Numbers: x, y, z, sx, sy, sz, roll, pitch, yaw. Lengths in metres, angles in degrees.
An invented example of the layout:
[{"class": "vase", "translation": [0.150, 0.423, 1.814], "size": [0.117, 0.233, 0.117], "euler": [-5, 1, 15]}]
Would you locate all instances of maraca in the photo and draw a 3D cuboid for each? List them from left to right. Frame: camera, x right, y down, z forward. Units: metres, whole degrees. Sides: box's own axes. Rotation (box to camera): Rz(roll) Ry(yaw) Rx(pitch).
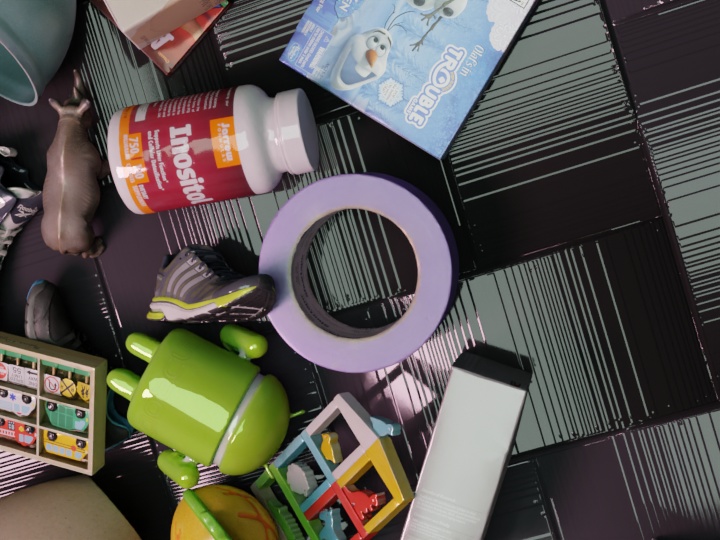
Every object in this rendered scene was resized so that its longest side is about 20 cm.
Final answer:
[{"class": "maraca", "translation": [-0.135, 0.282, 1.409], "size": [0.107, 0.200, 0.137], "euler": [-41, 97, -11]}]

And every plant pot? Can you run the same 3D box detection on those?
[{"class": "plant pot", "translation": [-0.370, -0.287, 1.411], "size": [0.200, 0.200, 0.134], "euler": [35, 73, 5]}]

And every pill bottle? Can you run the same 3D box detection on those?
[{"class": "pill bottle", "translation": [-0.149, -0.128, 1.414], "size": [0.199, 0.113, 0.114], "euler": [-10, 93, 10]}]

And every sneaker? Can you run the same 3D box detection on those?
[{"class": "sneaker", "translation": [-0.389, -0.041, 1.477], "size": [0.129, 0.079, 0.201], "euler": [-11, 83, 19]}, {"class": "sneaker", "translation": [-0.304, 0.101, 1.486], "size": [0.081, 0.073, 0.201], "euler": [-13, 103, 7]}, {"class": "sneaker", "translation": [-0.157, 0.012, 1.410], "size": [0.199, 0.074, 0.082], "euler": [-6, 82, 49]}]

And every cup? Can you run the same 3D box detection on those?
[{"class": "cup", "translation": [-0.315, 0.301, 1.456], "size": [0.143, 0.200, 0.200], "euler": [-40, 87, -18]}]

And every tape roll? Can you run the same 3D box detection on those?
[{"class": "tape roll", "translation": [0.000, 0.000, 1.415], "size": [0.199, 0.085, 0.202], "euler": [1, 96, 10]}]

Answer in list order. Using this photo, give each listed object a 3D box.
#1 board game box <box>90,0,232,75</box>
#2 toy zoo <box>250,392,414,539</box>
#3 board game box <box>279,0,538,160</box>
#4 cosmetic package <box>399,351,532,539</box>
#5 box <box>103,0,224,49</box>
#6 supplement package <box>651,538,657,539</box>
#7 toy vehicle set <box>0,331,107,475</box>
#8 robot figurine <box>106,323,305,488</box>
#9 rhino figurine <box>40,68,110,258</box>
[{"class": "board game box", "translation": [-0.241, -0.313, 1.461], "size": [0.200, 0.019, 0.103], "euler": [44, 101, 3]}, {"class": "toy zoo", "translation": [-0.024, 0.218, 1.414], "size": [0.200, 0.020, 0.132], "euler": [-47, 64, 31]}, {"class": "board game box", "translation": [0.051, -0.249, 1.406], "size": [0.198, 0.043, 0.201], "euler": [31, 99, 4]}, {"class": "cosmetic package", "translation": [0.108, 0.193, 1.404], "size": [0.090, 0.107, 0.201], "euler": [15, 95, 9]}, {"class": "box", "translation": [-0.165, -0.313, 1.395], "size": [0.199, 0.095, 0.078], "euler": [-30, 87, 2]}, {"class": "supplement package", "translation": [0.343, 0.407, 1.361], "size": [0.190, 0.147, 0.201], "euler": [21, 98, 7]}, {"class": "toy vehicle set", "translation": [-0.360, 0.132, 1.453], "size": [0.199, 0.027, 0.125], "euler": [12, 111, 19]}, {"class": "robot figurine", "translation": [-0.162, 0.137, 1.434], "size": [0.199, 0.116, 0.176], "euler": [27, 83, 2]}, {"class": "rhino figurine", "translation": [-0.301, -0.111, 1.453], "size": [0.059, 0.087, 0.202], "euler": [4, 96, 8]}]
